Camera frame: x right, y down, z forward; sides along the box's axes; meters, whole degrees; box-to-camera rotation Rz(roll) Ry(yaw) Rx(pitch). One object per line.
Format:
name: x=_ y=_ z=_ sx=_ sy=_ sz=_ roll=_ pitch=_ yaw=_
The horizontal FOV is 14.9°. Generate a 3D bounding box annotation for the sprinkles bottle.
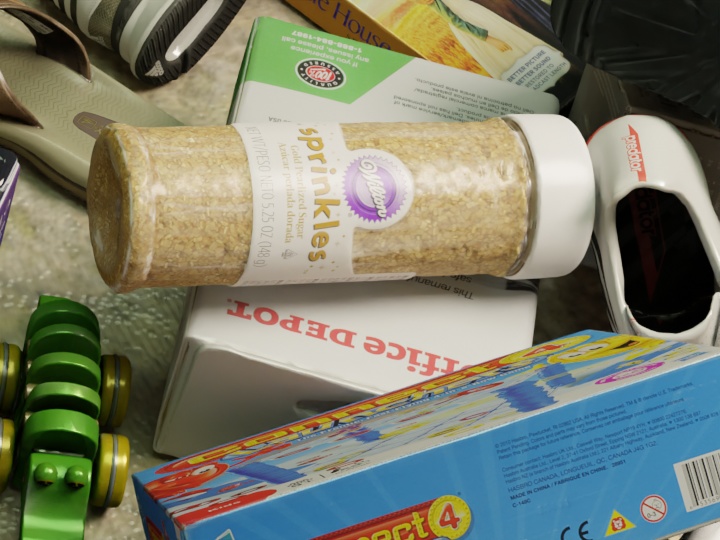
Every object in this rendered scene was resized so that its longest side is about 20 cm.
sprinkles bottle: x=-0.007 y=-0.027 z=1.112 sx=0.199 sy=0.068 sz=0.068 roll=-2 pitch=51 yaw=-20

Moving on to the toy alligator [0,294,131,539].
toy alligator: x=-0.122 y=0.076 z=1.105 sx=0.059 sy=0.054 sz=0.200 roll=8 pitch=48 yaw=-12

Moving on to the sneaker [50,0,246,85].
sneaker: x=-0.078 y=-0.193 z=1.315 sx=0.115 sy=0.076 sz=0.201 roll=36 pitch=73 yaw=19

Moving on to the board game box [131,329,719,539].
board game box: x=0.025 y=0.079 z=1.001 sx=0.199 sy=0.196 sz=0.056 roll=-17 pitch=94 yaw=-9

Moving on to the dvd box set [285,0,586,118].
dvd box set: x=0.043 y=-0.150 z=1.380 sx=0.200 sy=0.029 sz=0.146 roll=38 pitch=49 yaw=15

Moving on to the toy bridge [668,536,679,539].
toy bridge: x=0.108 y=0.137 z=1.150 sx=0.067 sy=0.027 sz=0.200 roll=11 pitch=47 yaw=-11

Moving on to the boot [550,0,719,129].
boot: x=0.185 y=-0.089 z=1.182 sx=0.198 sy=0.074 sz=0.162 roll=27 pitch=15 yaw=22

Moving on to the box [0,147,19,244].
box: x=-0.208 y=0.053 z=0.995 sx=0.104 sy=0.200 sz=0.148 roll=20 pitch=47 yaw=-1

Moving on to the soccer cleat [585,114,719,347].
soccer cleat: x=0.136 y=0.031 z=1.156 sx=0.068 sy=0.201 sz=0.085 roll=-14 pitch=21 yaw=8

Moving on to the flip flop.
flip flop: x=-0.156 y=-0.089 z=1.238 sx=0.200 sy=0.058 sz=0.081 roll=27 pitch=47 yaw=5

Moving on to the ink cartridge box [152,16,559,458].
ink cartridge box: x=0.000 y=0.000 z=1.194 sx=0.146 sy=0.084 sz=0.200 roll=16 pitch=47 yaw=-5

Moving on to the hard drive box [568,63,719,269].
hard drive box: x=0.198 y=-0.035 z=1.259 sx=0.199 sy=0.077 sz=0.156 roll=16 pitch=19 yaw=-4

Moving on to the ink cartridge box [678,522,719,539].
ink cartridge box: x=0.095 y=0.201 z=0.985 sx=0.087 sy=0.145 sz=0.200 roll=35 pitch=56 yaw=5
